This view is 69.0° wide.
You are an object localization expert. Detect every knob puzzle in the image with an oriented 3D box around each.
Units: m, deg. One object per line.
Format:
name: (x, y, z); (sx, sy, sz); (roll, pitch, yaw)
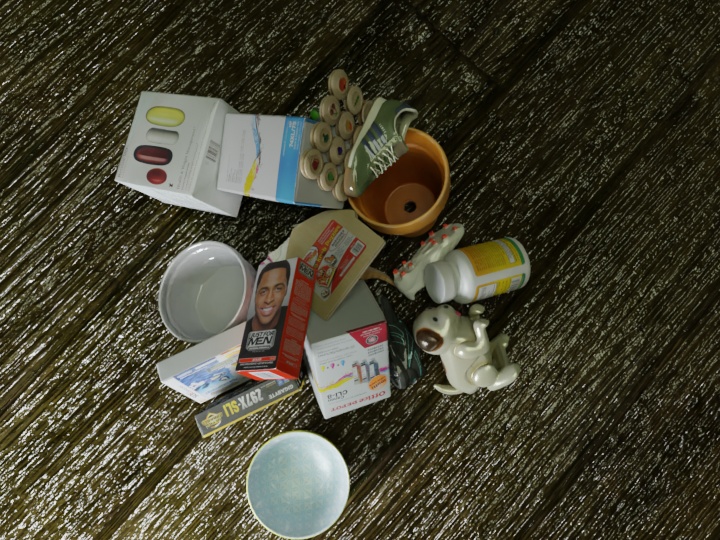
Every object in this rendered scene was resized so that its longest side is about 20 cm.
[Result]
knob puzzle: (-0.065, -0.027, 0.983); (0.218, 0.030, 0.222); (-13, 63, 28)

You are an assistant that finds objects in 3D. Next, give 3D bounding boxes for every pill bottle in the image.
pill bottle: (0.238, 0.005, 1.082); (0.198, 0.113, 0.114); (-14, 86, -19)

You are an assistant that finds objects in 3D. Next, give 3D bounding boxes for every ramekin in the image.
ramekin: (-0.289, 0.051, 1.049); (0.198, 0.105, 0.202); (-5, 74, 17)

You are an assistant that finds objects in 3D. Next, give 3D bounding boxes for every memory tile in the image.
memory tile: (-0.034, -0.236, 0.936); (0.017, 0.153, 0.202); (12, 80, 32)

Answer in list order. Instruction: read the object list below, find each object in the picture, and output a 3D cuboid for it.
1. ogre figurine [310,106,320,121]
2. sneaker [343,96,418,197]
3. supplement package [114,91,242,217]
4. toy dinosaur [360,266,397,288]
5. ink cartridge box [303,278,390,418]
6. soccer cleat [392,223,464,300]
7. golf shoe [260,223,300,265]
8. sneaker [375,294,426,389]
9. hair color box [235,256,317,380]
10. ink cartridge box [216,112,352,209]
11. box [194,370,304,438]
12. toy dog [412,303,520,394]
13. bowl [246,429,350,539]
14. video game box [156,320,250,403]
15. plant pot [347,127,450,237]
ogre figurine: (-0.110, -0.243, 1.120); (0.119, 0.098, 0.200); (35, 68, 18)
sneaker: (0.042, -0.223, 0.953); (0.089, 0.067, 0.202); (15, 77, 24)
supplement package: (-0.339, -0.230, 1.042); (0.198, 0.147, 0.193); (12, 85, 24)
toy dinosaur: (0.000, 0.000, 1.120); (0.198, 0.060, 0.107); (0, 80, -29)
ink cartridge box: (-0.033, 0.150, 1.008); (0.144, 0.145, 0.201); (-15, 127, -13)
soccer cleat: (0.153, -0.023, 1.130); (0.200, 0.069, 0.078); (-43, 117, -12)
golf shoe: (-0.152, -0.027, 1.067); (0.091, 0.076, 0.201); (16, 47, -12)
sneaker: (0.080, 0.144, 1.112); (0.079, 0.075, 0.202); (-18, 92, -18)
hair color box: (-0.145, 0.085, 0.917); (0.101, 0.061, 0.202); (-11, 59, 33)
ink cartridge box: (-0.142, -0.204, 0.981); (0.199, 0.146, 0.148); (14, 99, 32)
box: (-0.210, 0.248, 1.034); (0.199, 0.160, 0.050); (-25, 86, -6)
toy dog: (0.193, 0.148, 1.071); (0.200, 0.140, 0.194); (41, 121, -18)
bowl: (-0.121, 0.412, 1.050); (0.198, 0.108, 0.202); (0, 85, -3)
video game box: (-0.264, 0.182, 1.027); (0.199, 0.183, 0.047); (-25, 66, -4)
plant pot: (0.087, -0.153, 1.059); (0.198, 0.183, 0.202); (-4, 75, 14)
